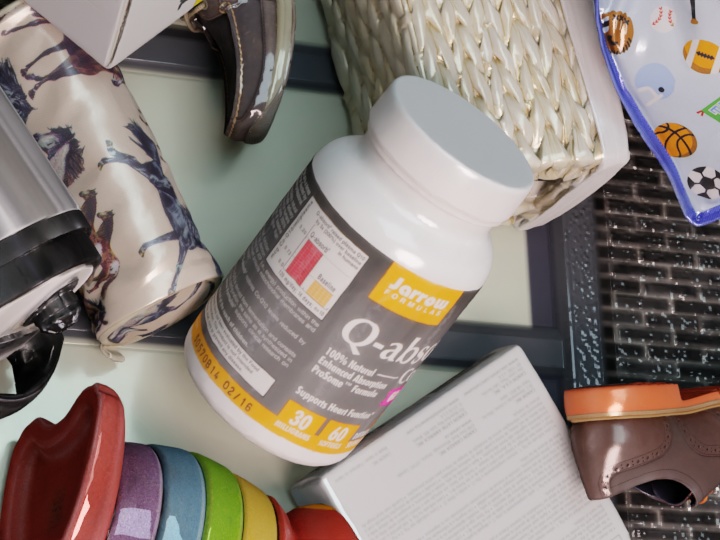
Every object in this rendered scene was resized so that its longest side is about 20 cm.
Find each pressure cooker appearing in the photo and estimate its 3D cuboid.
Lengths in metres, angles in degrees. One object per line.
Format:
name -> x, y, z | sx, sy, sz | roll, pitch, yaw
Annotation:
pressure cooker -> -0.232, -0.011, 1.286 | 0.176, 0.179, 0.201 | -33, 87, -32

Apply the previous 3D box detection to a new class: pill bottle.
pill bottle -> 0.000, 0.000, 1.364 | 0.116, 0.200, 0.117 | 31, 24, -15

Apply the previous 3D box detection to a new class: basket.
basket -> 0.060, -0.130, 1.485 | 0.123, 0.136, 0.201 | -8, 77, -22

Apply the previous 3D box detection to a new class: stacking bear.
stacking bear -> -0.082, 0.151, 1.343 | 0.199, 0.121, 0.114 | 20, 63, -25

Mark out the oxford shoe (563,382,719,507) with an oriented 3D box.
oxford shoe -> 0.198, 0.106, 1.497 | 0.199, 0.071, 0.073 | 2, 82, -38

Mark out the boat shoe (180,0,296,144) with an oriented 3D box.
boat shoe -> -0.081, -0.166, 1.474 | 0.073, 0.075, 0.201 | 4, 62, -12

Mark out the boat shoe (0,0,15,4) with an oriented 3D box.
boat shoe -> -0.276, -0.182, 1.382 | 0.200, 0.074, 0.064 | 5, 79, -18

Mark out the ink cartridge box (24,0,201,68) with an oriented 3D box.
ink cartridge box -> -0.123, -0.225, 1.388 | 0.146, 0.083, 0.200 | 39, 51, 11

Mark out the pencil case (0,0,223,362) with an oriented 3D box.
pencil case -> -0.153, -0.053, 1.393 | 0.201, 0.089, 0.078 | 62, 25, 4

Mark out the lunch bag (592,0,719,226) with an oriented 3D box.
lunch bag -> 0.200, -0.162, 1.456 | 0.200, 0.123, 0.170 | 54, 25, -23

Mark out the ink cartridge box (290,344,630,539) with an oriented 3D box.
ink cartridge box -> 0.075, 0.168, 1.445 | 0.160, 0.047, 0.201 | -31, 93, -30
